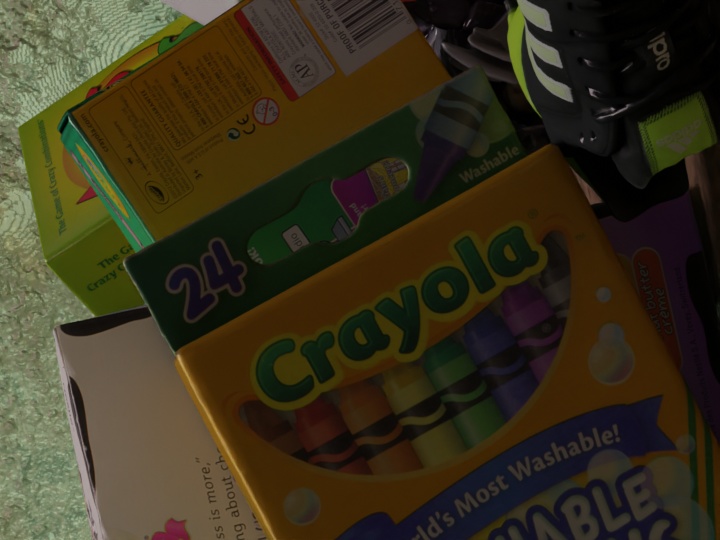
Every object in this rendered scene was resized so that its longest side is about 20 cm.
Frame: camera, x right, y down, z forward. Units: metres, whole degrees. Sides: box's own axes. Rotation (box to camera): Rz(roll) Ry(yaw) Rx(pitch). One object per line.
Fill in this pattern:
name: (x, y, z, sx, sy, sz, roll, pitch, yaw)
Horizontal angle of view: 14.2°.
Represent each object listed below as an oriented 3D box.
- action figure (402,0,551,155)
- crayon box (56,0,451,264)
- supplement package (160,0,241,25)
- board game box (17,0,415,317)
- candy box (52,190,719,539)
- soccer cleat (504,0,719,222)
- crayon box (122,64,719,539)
action figure: (0.032, -0.111, 1.030, 0.130, 0.069, 0.201, 6, 113, 70)
crayon box: (0.000, 0.000, 0.991, 0.201, 0.118, 0.058, 57, 170, -2)
supplement package: (-0.063, -0.209, 1.142, 0.156, 0.111, 0.201, 33, 154, 60)
board game box: (-0.045, -0.072, 1.210, 0.048, 0.199, 0.102, 49, -167, -37)
candy box: (0.018, 0.077, 0.892, 0.072, 0.199, 0.169, 164, 94, -84)
soccer cleat: (0.072, -0.072, 0.770, 0.200, 0.067, 0.081, 75, 171, -73)
crayon box: (0.032, 0.054, 0.831, 0.201, 0.125, 0.052, 61, 175, 1)
